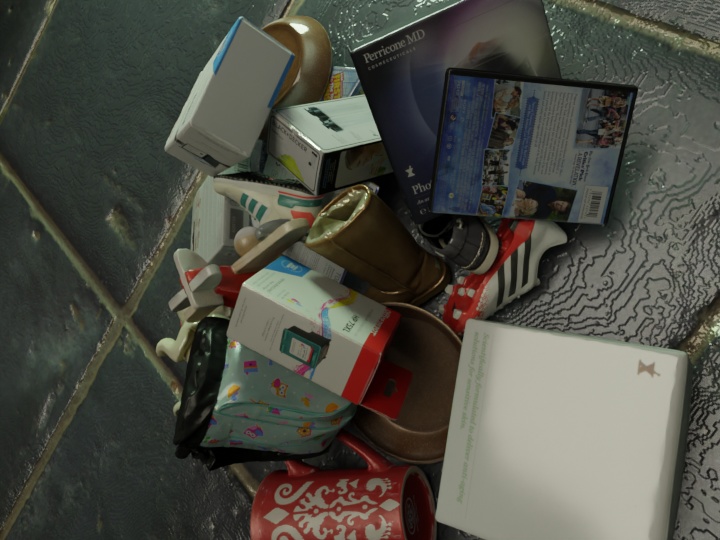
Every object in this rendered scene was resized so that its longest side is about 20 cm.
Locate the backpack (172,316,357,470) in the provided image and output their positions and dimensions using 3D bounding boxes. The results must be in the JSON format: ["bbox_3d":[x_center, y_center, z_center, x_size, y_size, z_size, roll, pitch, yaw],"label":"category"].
[{"bbox_3d":[-0.101,0.139,0.684,0.127,0.197,0.169,122,156,-46],"label":"backpack"}]

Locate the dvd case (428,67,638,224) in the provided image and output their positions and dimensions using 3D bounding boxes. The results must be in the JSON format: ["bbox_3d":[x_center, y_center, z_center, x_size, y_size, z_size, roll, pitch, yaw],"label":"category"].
[{"bbox_3d":[0.175,-0.124,0.611,0.196,0.018,0.145,4,109,-5],"label":"dvd case"}]

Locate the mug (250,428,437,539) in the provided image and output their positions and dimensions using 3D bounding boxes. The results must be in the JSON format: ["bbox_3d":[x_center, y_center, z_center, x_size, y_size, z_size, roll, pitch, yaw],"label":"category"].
[{"bbox_3d":[-0.024,0.286,0.720,0.197,0.134,0.180,-14,107,25],"label":"mug"}]

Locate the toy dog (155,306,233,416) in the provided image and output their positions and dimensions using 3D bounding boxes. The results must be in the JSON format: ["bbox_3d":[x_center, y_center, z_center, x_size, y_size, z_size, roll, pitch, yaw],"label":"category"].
[{"bbox_3d":[-0.213,0.100,0.890,0.192,0.139,0.202,-32,64,14],"label":"toy dog"}]

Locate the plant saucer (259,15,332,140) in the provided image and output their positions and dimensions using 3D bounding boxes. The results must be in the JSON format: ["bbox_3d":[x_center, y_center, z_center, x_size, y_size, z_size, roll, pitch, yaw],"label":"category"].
[{"bbox_3d":[-0.132,-0.302,0.909,0.198,0.036,0.204,-8,76,32],"label":"plant saucer"}]

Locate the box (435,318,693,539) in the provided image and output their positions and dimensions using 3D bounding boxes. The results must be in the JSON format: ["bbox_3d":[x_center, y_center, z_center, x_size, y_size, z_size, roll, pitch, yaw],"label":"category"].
[{"bbox_3d":[0.204,0.165,0.580,0.197,0.171,0.203,8,84,31],"label":"box"}]

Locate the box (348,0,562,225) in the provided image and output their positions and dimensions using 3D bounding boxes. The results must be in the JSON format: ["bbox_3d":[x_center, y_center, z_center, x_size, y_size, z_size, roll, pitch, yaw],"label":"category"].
[{"bbox_3d":[0.111,-0.189,0.660,0.197,0.124,0.201,-22,110,6],"label":"box"}]

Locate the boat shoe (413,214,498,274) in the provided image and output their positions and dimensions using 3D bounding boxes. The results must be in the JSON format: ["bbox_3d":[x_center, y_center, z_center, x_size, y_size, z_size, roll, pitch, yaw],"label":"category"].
[{"bbox_3d":[0.098,-0.065,0.720,0.073,0.062,0.201,-63,25,20],"label":"boat shoe"}]

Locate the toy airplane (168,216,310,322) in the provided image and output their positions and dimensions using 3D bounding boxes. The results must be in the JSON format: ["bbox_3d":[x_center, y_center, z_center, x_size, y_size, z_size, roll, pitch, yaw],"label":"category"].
[{"bbox_3d":[-0.152,0.003,0.770,0.196,0.200,0.143,-9,59,-2],"label":"toy airplane"}]

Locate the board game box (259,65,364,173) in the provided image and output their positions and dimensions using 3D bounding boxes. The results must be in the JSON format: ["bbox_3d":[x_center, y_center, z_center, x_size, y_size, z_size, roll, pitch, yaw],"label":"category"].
[{"bbox_3d":[-0.064,-0.230,0.906,0.197,0.061,0.204,1,80,34],"label":"board game box"}]

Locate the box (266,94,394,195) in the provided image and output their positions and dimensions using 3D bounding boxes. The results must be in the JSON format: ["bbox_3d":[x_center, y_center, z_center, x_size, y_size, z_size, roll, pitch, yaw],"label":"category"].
[{"bbox_3d":[-0.011,-0.172,0.777,0.116,0.198,0.061,41,135,30],"label":"box"}]

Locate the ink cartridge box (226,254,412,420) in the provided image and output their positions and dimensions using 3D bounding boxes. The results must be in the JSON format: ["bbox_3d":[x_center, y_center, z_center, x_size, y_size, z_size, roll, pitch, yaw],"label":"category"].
[{"bbox_3d":[-0.029,0.068,0.643,0.198,0.116,0.068,26,111,6],"label":"ink cartridge box"}]

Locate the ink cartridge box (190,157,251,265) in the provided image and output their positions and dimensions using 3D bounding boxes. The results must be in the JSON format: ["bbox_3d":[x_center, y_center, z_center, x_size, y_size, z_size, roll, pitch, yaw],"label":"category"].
[{"bbox_3d":[-0.234,-0.078,0.977,0.199,0.047,0.163,-33,55,55],"label":"ink cartridge box"}]

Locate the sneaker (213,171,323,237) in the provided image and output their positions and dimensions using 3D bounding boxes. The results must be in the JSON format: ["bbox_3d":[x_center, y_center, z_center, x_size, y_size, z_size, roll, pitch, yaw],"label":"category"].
[{"bbox_3d":[-0.135,-0.084,0.832,0.197,0.070,0.095,13,109,32],"label":"sneaker"}]

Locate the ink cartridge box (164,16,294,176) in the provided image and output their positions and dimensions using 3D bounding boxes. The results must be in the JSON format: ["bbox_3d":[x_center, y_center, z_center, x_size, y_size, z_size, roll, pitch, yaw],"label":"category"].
[{"bbox_3d":[-0.180,-0.217,0.785,0.199,0.085,0.148,2,67,65],"label":"ink cartridge box"}]

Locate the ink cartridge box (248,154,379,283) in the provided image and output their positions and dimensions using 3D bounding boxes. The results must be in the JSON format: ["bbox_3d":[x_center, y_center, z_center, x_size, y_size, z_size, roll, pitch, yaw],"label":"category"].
[{"bbox_3d":[-0.070,-0.079,0.855,0.199,0.043,0.199,35,117,25],"label":"ink cartridge box"}]

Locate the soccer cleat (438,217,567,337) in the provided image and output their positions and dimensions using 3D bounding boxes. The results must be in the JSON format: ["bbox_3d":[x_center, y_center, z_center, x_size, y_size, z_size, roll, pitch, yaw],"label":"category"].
[{"bbox_3d":[0.164,0.016,0.706,0.069,0.084,0.202,-98,32,-57],"label":"soccer cleat"}]

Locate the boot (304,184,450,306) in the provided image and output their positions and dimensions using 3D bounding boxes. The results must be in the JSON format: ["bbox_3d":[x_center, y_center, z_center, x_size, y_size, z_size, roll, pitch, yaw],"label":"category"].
[{"bbox_3d":[0.000,0.000,0.730,0.175,0.199,0.067,-41,48,15],"label":"boot"}]

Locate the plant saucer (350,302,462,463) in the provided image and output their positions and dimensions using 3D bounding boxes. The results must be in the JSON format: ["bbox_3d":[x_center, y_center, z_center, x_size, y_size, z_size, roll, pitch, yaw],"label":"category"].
[{"bbox_3d":[0.058,0.133,0.726,0.198,0.037,0.204,9,107,30],"label":"plant saucer"}]
